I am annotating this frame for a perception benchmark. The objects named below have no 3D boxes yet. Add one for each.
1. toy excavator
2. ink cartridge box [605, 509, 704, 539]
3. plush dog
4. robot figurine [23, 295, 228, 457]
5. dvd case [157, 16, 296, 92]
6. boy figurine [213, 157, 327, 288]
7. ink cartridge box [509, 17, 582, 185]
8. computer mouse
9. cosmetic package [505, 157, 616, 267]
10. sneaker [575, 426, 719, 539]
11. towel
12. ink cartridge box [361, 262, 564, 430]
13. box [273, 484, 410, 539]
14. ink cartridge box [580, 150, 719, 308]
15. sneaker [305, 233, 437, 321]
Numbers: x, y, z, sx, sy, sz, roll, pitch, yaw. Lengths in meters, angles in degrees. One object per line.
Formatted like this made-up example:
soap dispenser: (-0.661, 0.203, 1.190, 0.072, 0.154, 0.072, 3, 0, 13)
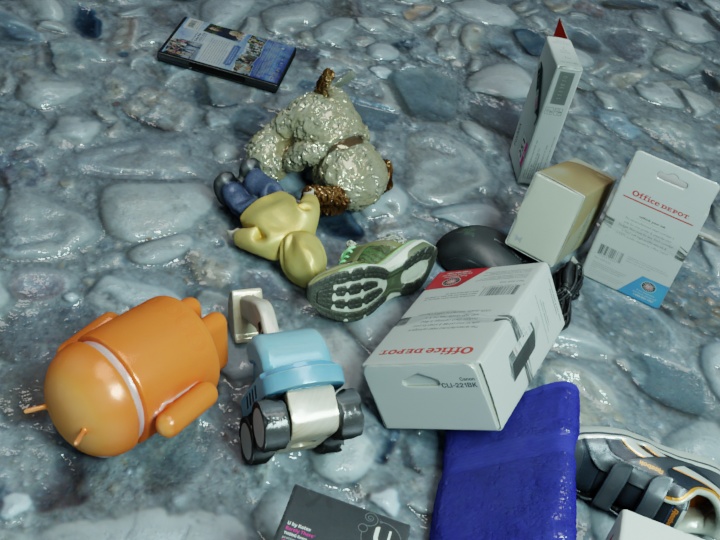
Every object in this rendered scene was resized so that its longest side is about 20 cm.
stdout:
toy excavator: (-0.083, 0.090, 0.929, 0.099, 0.195, 0.203, -4, 70, -21)
ink cartridge box: (0.210, 0.319, 0.726, 0.083, 0.147, 0.201, 19, 38, 9)
plush dog: (-0.029, -0.159, 1.239, 0.199, 0.161, 0.173, -26, 77, -39)
robot figurine: (-0.216, 0.099, 0.878, 0.199, 0.116, 0.145, -33, 86, -43)
dvd case: (-0.214, -0.352, 1.491, 0.197, 0.018, 0.143, 16, 40, 0)
boy figurine: (-0.099, -0.059, 1.136, 0.124, 0.065, 0.200, -33, 58, -19)
ink cartridge box: (0.271, -0.259, 1.387, 0.043, 0.202, 0.175, 7, 39, -8)
computer mouse: (0.193, -0.011, 1.186, 0.198, 0.053, 0.139, 24, 41, 11)
cosmetic package: (0.268, -0.081, 1.209, 0.071, 0.106, 0.200, 29, 24, 18)
sneaker: (0.281, 0.216, 0.924, 0.197, 0.079, 0.080, 12, 36, -3)
towel: (0.143, 0.202, 0.884, 0.146, 0.050, 0.201, -19, 30, 26)
ink cartridge box: (0.113, 0.079, 0.980, 0.143, 0.085, 0.200, -6, 25, 36)
box: (-0.041, 0.290, 0.699, 0.105, 0.123, 0.201, 18, 39, 5)
ink cartridge box: (0.378, -0.064, 1.190, 0.115, 0.202, 0.067, 26, 40, 14)
sneaker: (0.000, 0.000, 1.110, 0.199, 0.078, 0.088, -17, 38, -42)
